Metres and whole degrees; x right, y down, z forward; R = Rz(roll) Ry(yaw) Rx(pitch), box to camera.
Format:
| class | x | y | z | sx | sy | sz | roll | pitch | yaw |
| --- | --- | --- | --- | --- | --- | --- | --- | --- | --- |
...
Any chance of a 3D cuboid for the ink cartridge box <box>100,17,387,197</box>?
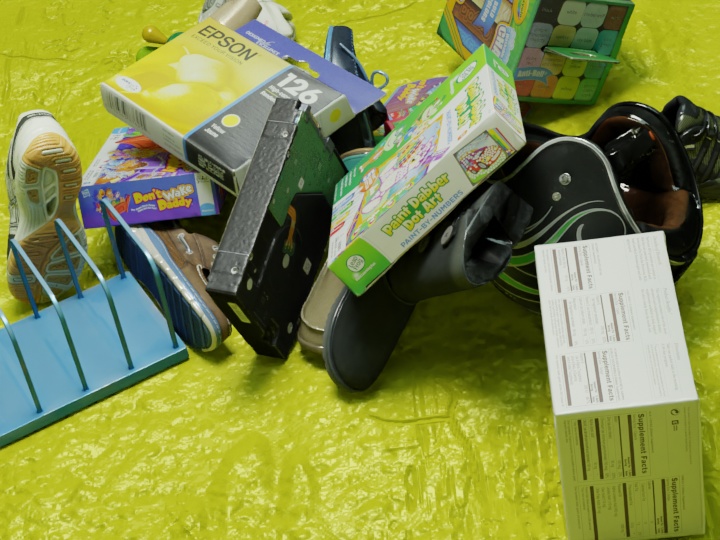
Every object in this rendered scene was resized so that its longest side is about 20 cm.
| class | x | y | z | sx | sy | sz | roll | pitch | yaw |
| --- | --- | --- | --- | --- | --- | --- | --- | --- | --- |
| ink cartridge box | -0.113 | -0.176 | 1.744 | 0.198 | 0.047 | 0.200 | 32 | 58 | 33 |

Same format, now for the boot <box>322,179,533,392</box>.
| class | x | y | z | sx | sy | sz | roll | pitch | yaw |
| --- | --- | --- | --- | --- | --- | --- | --- | --- | --- |
| boot | 0.055 | 0.018 | 1.533 | 0.200 | 0.066 | 0.165 | -14 | 54 | 57 |

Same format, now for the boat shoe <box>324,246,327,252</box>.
| class | x | y | z | sx | sy | sz | roll | pitch | yaw |
| --- | --- | --- | --- | --- | --- | --- | --- | --- | --- |
| boat shoe | -0.089 | -0.090 | 1.774 | 0.062 | 0.075 | 0.200 | -24 | 65 | 7 |

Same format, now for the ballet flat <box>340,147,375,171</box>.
| class | x | y | z | sx | sy | sz | roll | pitch | yaw |
| --- | --- | --- | --- | --- | --- | --- | --- | --- | --- |
| ballet flat | 0.074 | -0.080 | 1.752 | 0.200 | 0.069 | 0.063 | 13 | 18 | 10 |

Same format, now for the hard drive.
| class | x | y | z | sx | sy | sz | roll | pitch | yaw |
| --- | --- | --- | --- | --- | --- | --- | --- | --- | --- |
| hard drive | -0.073 | -0.038 | 1.628 | 0.038 | 0.140 | 0.200 | 10 | 68 | 23 |

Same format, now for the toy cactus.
| class | x | y | z | sx | sy | sz | roll | pitch | yaw |
| --- | --- | --- | --- | --- | --- | --- | --- | --- | --- |
| toy cactus | -0.174 | -0.231 | 1.897 | 0.165 | 0.102 | 0.200 | -51 | 27 | -8 |

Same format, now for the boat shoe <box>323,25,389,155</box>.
| class | x | y | z | sx | sy | sz | roll | pitch | yaw |
| --- | --- | --- | --- | --- | --- | --- | --- | --- | --- |
| boat shoe | -0.004 | -0.154 | 1.826 | 0.069 | 0.084 | 0.200 | -2 | 75 | -2 |

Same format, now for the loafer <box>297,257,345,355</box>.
| class | x | y | z | sx | sy | sz | roll | pitch | yaw |
| --- | --- | --- | --- | --- | --- | --- | --- | --- | --- |
| loafer | 0.000 | 0.000 | 1.671 | 0.076 | 0.067 | 0.200 | 12 | 44 | 25 |

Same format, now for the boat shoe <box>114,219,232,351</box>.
| class | x | y | z | sx | sy | sz | roll | pitch | yaw |
| --- | --- | --- | --- | --- | --- | --- | --- | --- | --- |
| boat shoe | -0.163 | 0.000 | 1.704 | 0.072 | 0.072 | 0.200 | -20 | 44 | -22 |

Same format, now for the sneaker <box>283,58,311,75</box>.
| class | x | y | z | sx | sy | sz | roll | pitch | yaw |
| --- | --- | --- | --- | --- | --- | --- | --- | --- | --- |
| sneaker | -0.082 | -0.182 | 1.903 | 0.087 | 0.075 | 0.200 | -18 | 41 | -17 |

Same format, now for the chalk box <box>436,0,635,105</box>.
| class | x | y | z | sx | sy | sz | roll | pitch | yaw |
| --- | --- | --- | --- | --- | --- | --- | --- | --- | --- |
| chalk box | 0.189 | -0.250 | 1.853 | 0.125 | 0.124 | 0.200 | 2 | 32 | -30 |

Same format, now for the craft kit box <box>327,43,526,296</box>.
| class | x | y | z | sx | sy | sz | roll | pitch | yaw |
| --- | --- | --- | --- | --- | --- | --- | --- | --- | --- |
| craft kit box | 0.056 | -0.091 | 1.568 | 0.197 | 0.049 | 0.200 | -40 | 17 | 16 |

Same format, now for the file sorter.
| class | x | y | z | sx | sy | sz | roll | pitch | yaw |
| --- | --- | --- | --- | --- | --- | --- | --- | --- | --- |
| file sorter | -0.286 | 0.041 | 1.644 | 0.200 | 0.123 | 0.139 | -26 | 42 | -17 |

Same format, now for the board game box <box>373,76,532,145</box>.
| class | x | y | z | sx | sy | sz | roll | pitch | yaw |
| --- | --- | --- | --- | --- | --- | --- | --- | --- | --- |
| board game box | 0.078 | -0.158 | 1.859 | 0.158 | 0.039 | 0.200 | 15 | 46 | 27 |

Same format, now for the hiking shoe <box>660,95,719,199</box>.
| class | x | y | z | sx | sy | sz | roll | pitch | yaw |
| --- | --- | --- | --- | --- | --- | --- | --- | --- | --- |
| hiking shoe | 0.330 | -0.121 | 1.715 | 0.200 | 0.101 | 0.076 | -18 | 41 | -9 |

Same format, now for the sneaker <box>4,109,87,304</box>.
| class | x | y | z | sx | sy | sz | roll | pitch | yaw |
| --- | --- | --- | --- | --- | --- | --- | --- | --- | --- |
| sneaker | -0.303 | -0.062 | 1.715 | 0.076 | 0.200 | 0.088 | -3 | 38 | -23 |

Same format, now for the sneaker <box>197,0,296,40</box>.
| class | x | y | z | sx | sy | sz | roll | pitch | yaw |
| --- | --- | --- | --- | --- | --- | --- | --- | --- | --- |
| sneaker | -0.124 | -0.286 | 2.041 | 0.099 | 0.078 | 0.200 | 26 | 16 | -19 |

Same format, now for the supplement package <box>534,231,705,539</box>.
| class | x | y | z | sx | sy | sz | roll | pitch | yaw |
| --- | --- | --- | --- | --- | --- | --- | --- | --- | --- |
| supplement package | 0.208 | 0.094 | 1.447 | 0.111 | 0.156 | 0.200 | -7 | 40 | 6 |

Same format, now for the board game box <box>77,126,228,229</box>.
| class | x | y | z | sx | sy | sz | roll | pitch | yaw |
| --- | --- | --- | --- | --- | --- | --- | --- | --- | --- |
| board game box | -0.197 | -0.101 | 1.801 | 0.134 | 0.045 | 0.200 | -6 | 20 | 5 |

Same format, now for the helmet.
| class | x | y | z | sx | sy | sz | roll | pitch | yaw |
| --- | --- | --- | --- | --- | --- | --- | --- | --- | --- |
| helmet | 0.185 | -0.052 | 1.594 | 0.191 | 0.200 | 0.200 | -21 | 29 | 38 |
